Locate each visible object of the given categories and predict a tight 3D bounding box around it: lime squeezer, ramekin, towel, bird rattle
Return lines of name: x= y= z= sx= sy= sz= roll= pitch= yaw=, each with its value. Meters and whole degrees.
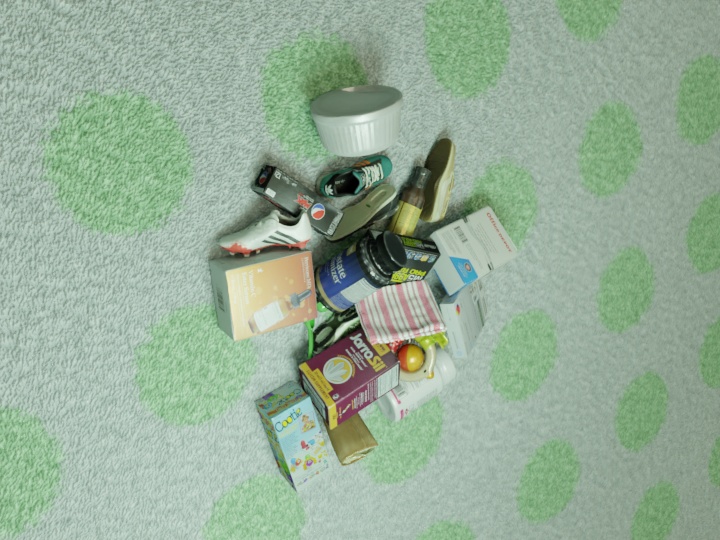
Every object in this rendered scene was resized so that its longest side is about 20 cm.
lime squeezer: x=-0.087 y=0.101 z=1.619 sx=0.202 sy=0.070 sz=0.038 roll=-58 pitch=141 yaw=-9
ramekin: x=-0.004 y=-0.316 z=1.504 sx=0.199 sy=0.202 sz=0.096 roll=-25 pitch=124 yaw=-24
towel: x=0.090 y=0.091 z=1.627 sx=0.195 sy=0.148 sz=0.030 roll=-8 pitch=142 yaw=-18
bird rattle: x=0.111 y=0.181 z=1.691 sx=0.194 sy=0.113 sz=0.168 roll=-1 pitch=88 yaw=6

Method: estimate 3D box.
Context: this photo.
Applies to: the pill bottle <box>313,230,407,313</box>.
pill bottle: x=0.000 y=0.000 z=1.529 sx=0.198 sy=0.113 sz=0.112 roll=-32 pitch=126 yaw=27

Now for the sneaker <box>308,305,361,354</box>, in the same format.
sneaker: x=-0.030 y=0.141 z=1.672 sx=0.199 sy=0.077 sz=0.089 roll=-38 pitch=129 yaw=-11

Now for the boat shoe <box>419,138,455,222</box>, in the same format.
boat shoe: x=0.192 y=-0.215 z=1.723 sx=0.066 sy=0.073 sz=0.205 roll=11 pitch=97 yaw=-45

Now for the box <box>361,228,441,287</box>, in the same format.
box: x=0.068 y=-0.010 z=1.658 sx=0.196 sy=0.045 sz=0.162 roll=10 pitch=129 yaw=-33

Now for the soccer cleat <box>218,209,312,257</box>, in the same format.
soccer cleat: x=-0.198 y=-0.083 z=1.482 sx=0.194 sy=0.069 sz=0.087 roll=-5 pitch=118 yaw=-5

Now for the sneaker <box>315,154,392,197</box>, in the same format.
sneaker: x=0.000 y=-0.205 z=1.593 sx=0.197 sy=0.079 sz=0.073 roll=-25 pitch=113 yaw=-25

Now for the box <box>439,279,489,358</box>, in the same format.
box: x=0.266 y=0.100 z=1.797 sx=0.200 sy=0.040 sz=0.159 roll=-51 pitch=129 yaw=-51

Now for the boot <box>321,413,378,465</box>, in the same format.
boot: x=-0.014 y=0.327 z=1.643 sx=0.172 sy=0.201 sz=0.067 roll=-24 pitch=145 yaw=-17

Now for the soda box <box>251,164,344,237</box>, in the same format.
soda box: x=-0.133 y=-0.148 z=1.531 sx=0.198 sy=0.070 sz=0.064 roll=32 pitch=83 yaw=-33

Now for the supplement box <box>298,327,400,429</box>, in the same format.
supplement box: x=-0.023 y=0.237 z=1.606 sx=0.197 sy=0.131 sz=0.104 roll=-30 pitch=146 yaw=-22

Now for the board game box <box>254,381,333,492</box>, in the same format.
board game box: x=-0.151 y=0.378 z=1.625 sx=0.103 sy=0.102 sz=0.204 roll=-25 pitch=114 yaw=-23

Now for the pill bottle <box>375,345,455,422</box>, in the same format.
pill bottle: x=0.134 y=0.278 z=1.771 sx=0.197 sy=0.113 sz=0.116 roll=-28 pitch=115 yaw=-22

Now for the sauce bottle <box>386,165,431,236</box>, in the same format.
sauce bottle: x=0.115 y=-0.146 z=1.688 sx=0.064 sy=0.064 sz=0.204 roll=23 pitch=91 yaw=-33

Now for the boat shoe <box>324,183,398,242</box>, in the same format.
boat shoe: x=0.006 y=-0.117 z=1.628 sx=0.198 sy=0.072 sz=0.068 roll=-35 pitch=142 yaw=-15

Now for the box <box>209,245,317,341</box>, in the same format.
box: x=-0.204 y=0.041 z=1.511 sx=0.196 sy=0.106 sz=0.156 roll=-15 pitch=109 yaw=-27

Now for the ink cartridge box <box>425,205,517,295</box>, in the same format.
ink cartridge box: x=0.267 y=-0.050 z=1.742 sx=0.197 sy=0.084 sz=0.148 roll=-24 pitch=79 yaw=-33
